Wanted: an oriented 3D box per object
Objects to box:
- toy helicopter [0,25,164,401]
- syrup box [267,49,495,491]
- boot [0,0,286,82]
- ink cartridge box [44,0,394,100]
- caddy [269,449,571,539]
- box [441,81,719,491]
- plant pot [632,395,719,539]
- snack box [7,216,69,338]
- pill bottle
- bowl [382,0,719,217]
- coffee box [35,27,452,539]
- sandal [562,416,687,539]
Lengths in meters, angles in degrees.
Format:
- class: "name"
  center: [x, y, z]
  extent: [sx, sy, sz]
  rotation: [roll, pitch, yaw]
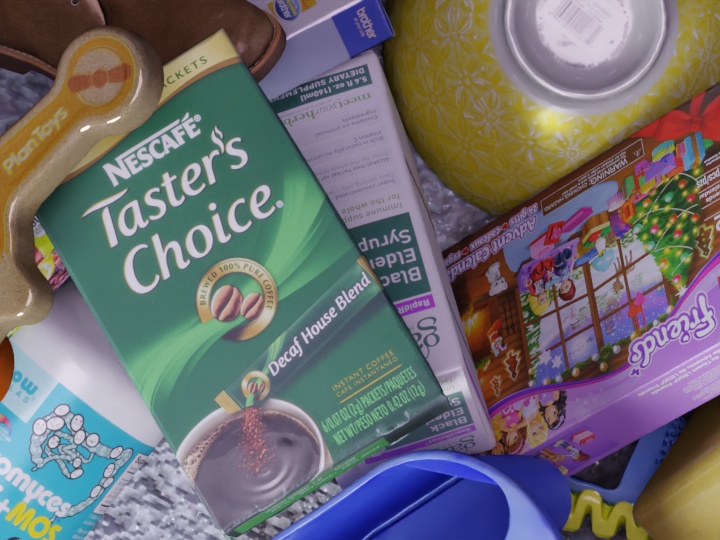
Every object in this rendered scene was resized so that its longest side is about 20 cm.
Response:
- class: "toy helicopter"
  center: [-0.168, -0.038, 1.177]
  extent: [0.200, 0.079, 0.133]
  rotation: [-43, 67, 12]
- class: "syrup box"
  center: [0.000, 0.000, 1.295]
  extent: [0.078, 0.082, 0.201]
  rotation: [-18, 53, 4]
- class: "boot"
  center: [-0.128, -0.129, 1.288]
  extent: [0.199, 0.076, 0.074]
  rotation: [14, 55, 30]
- class: "ink cartridge box"
  center: [-0.065, -0.132, 1.338]
  extent: [0.199, 0.042, 0.120]
  rotation: [-29, 47, 2]
- class: "caddy"
  center: [0.026, 0.166, 1.227]
  extent: [0.200, 0.105, 0.142]
  rotation: [-36, 73, 28]
- class: "box"
  center: [0.123, 0.011, 1.278]
  extent: [0.199, 0.039, 0.138]
  rotation: [-32, 48, 30]
- class: "plant pot"
  center: [0.282, 0.071, 1.246]
  extent: [0.195, 0.200, 0.195]
  rotation: [37, 60, 2]
- class: "snack box"
  center: [-0.258, 0.003, 1.260]
  extent: [0.169, 0.068, 0.200]
  rotation: [42, 79, 9]
- class: "pill bottle"
  center: [-0.168, 0.083, 1.331]
  extent: [0.111, 0.111, 0.200]
  rotation: [38, 90, 1]
- class: "bowl"
  center: [0.109, -0.121, 1.333]
  extent: [0.198, 0.108, 0.202]
  rotation: [0, 88, 1]
- class: "coffee box"
  center: [-0.061, 0.006, 1.201]
  extent: [0.122, 0.044, 0.201]
  rotation: [-30, 78, -1]
- class: "sandal"
  center: [0.142, 0.096, 1.345]
  extent: [0.198, 0.079, 0.088]
  rotation: [13, 85, 0]
